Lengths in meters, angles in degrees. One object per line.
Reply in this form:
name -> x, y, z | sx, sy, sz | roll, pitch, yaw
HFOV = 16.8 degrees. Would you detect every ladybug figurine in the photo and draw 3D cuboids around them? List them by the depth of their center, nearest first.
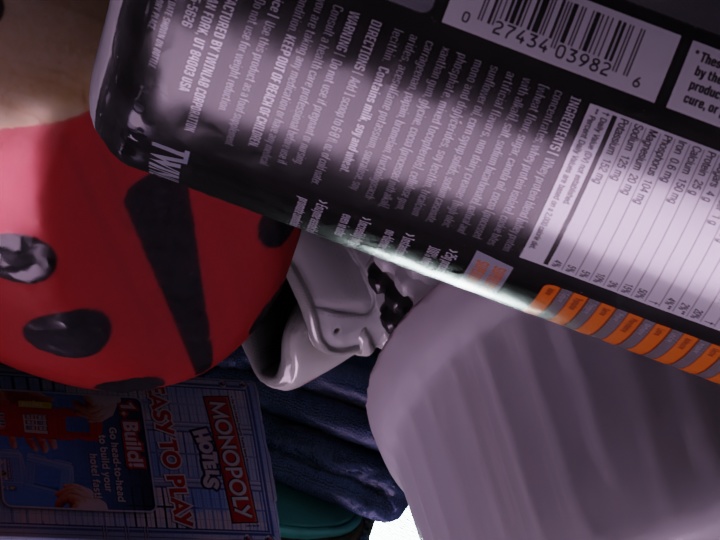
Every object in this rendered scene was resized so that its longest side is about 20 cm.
ladybug figurine -> -0.068, -0.031, 0.660 | 0.072, 0.135, 0.200 | 51, 167, 35

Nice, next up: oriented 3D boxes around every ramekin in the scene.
ramekin -> 0.108, 0.061, 0.695 | 0.199, 0.098, 0.201 | -10, 149, -6

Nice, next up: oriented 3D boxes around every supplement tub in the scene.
supplement tub -> 0.058, -0.047, 0.470 | 0.199, 0.123, 0.123 | 20, 168, -3

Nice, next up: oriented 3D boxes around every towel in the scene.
towel -> -0.032, 0.019, 0.912 | 0.111, 0.049, 0.200 | 22, -164, -15

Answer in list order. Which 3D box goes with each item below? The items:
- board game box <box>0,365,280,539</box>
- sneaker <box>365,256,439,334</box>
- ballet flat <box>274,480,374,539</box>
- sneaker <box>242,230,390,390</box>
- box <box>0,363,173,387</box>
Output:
board game box -> -0.131, 0.092, 0.751 | 0.199, 0.062, 0.200 | -3, 147, -12
sneaker -> 0.039, -0.032, 0.710 | 0.075, 0.081, 0.200 | 55, 169, 32
ballet flat -> -0.030, 0.093, 0.890 | 0.074, 0.075, 0.200 | 16, -168, 16
sneaker -> 0.000, 0.000, 0.818 | 0.200, 0.100, 0.078 | 27, 166, -31
box -> -0.167, 0.064, 0.799 | 0.199, 0.049, 0.161 | -4, 152, -12
